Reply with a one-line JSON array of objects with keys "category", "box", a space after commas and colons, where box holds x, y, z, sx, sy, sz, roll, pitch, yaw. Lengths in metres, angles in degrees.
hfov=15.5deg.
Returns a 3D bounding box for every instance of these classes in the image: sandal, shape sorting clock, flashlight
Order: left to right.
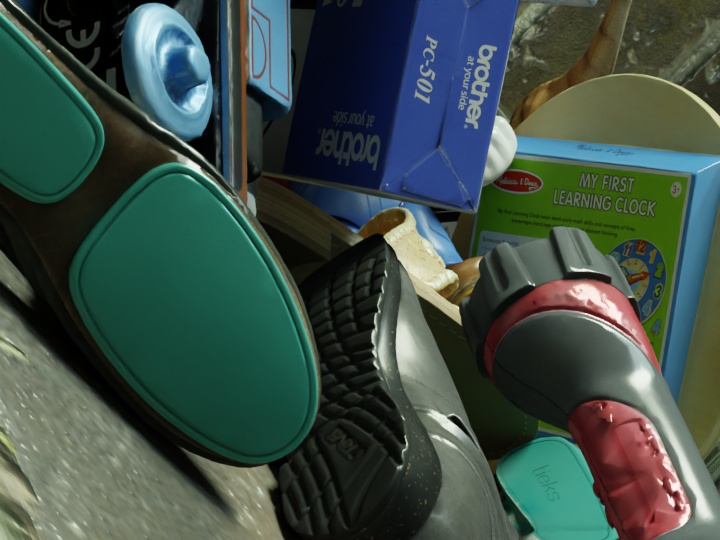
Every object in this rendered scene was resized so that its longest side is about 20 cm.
[{"category": "sandal", "box": [0.004, -0.002, 1.057, 0.211, 0.077, 0.070, 36, 47, -38]}, {"category": "shape sorting clock", "box": [0.102, 0.014, 1.140, 0.039, 0.200, 0.200, 8, 31, -37]}, {"category": "flashlight", "box": [0.091, 0.071, 0.952, 0.068, 0.068, 0.200, 42, 20, -39]}]

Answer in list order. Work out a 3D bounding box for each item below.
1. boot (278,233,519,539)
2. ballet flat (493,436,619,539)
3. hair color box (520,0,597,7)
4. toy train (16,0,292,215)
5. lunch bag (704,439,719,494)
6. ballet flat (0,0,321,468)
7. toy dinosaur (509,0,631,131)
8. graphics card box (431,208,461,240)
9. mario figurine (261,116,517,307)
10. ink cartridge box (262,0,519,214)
[{"category": "boot", "box": [0.026, 0.079, 0.921, 0.132, 0.070, 0.200, 46, 18, -24]}, {"category": "ballet flat", "box": [0.096, 0.130, 1.021, 0.072, 0.072, 0.200, 43, 10, -20]}, {"category": "hair color box", "box": [0.011, -0.166, 1.132, 0.200, 0.061, 0.099, 10, -18, 47]}, {"category": "toy train", "box": [-0.069, -0.098, 0.902, 0.114, 0.086, 0.201, 28, 54, -55]}, {"category": "lunch bag", "box": [0.198, 0.146, 1.184, 0.200, 0.139, 0.168, 37, 11, -46]}, {"category": "ballet flat", "box": [-0.084, -0.025, 0.796, 0.200, 0.068, 0.068, 51, -8, -20]}, {"category": "toy dinosaur", "box": [0.093, -0.065, 1.222, 0.200, 0.060, 0.107, -52, -129, 57]}, {"category": "graphics card box", "box": [0.036, -0.064, 1.286, 0.126, 0.051, 0.201, -117, -159, -74]}, {"category": "mario figurine", "box": [-0.013, -0.056, 1.163, 0.123, 0.106, 0.200, 6, 44, -42]}, {"category": "ink cartridge box", "box": [-0.007, -0.079, 1.034, 0.044, 0.094, 0.200, 11, 1, -26]}]
